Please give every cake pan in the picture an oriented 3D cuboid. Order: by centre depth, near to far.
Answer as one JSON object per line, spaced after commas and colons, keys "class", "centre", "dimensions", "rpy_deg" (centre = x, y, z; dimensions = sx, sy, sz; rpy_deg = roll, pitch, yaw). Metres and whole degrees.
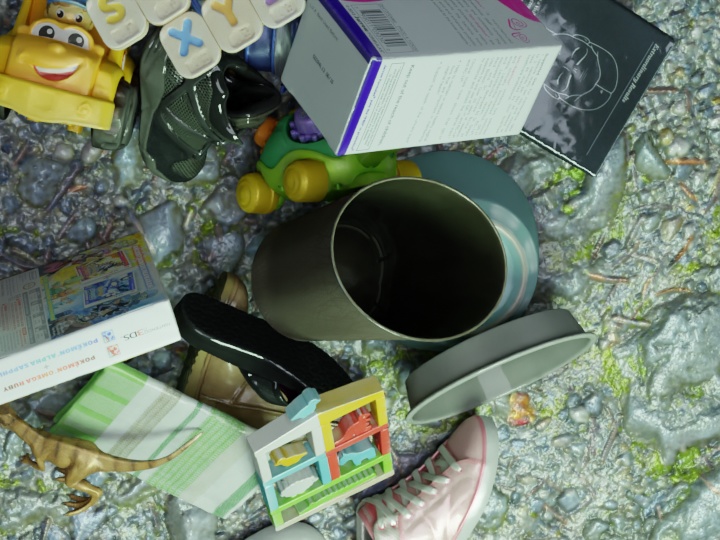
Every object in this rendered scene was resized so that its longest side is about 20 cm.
{"class": "cake pan", "centre": [0.128, 0.090, 1.626], "dimensions": [0.199, 0.200, 0.037], "rpy_deg": [-21, 76, -7]}

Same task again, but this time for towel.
{"class": "towel", "centre": [-0.177, 0.155, 1.605], "dimensions": [0.199, 0.031, 0.149], "rpy_deg": [29, 136, -17]}

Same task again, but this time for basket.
{"class": "basket", "centre": [0.000, 0.000, 1.502], "dimensions": [0.179, 0.200, 0.137], "rpy_deg": [10, 79, -31]}

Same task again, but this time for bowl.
{"class": "bowl", "centre": [0.091, -0.006, 1.626], "dimensions": [0.199, 0.105, 0.203], "rpy_deg": [-3, 105, -13]}

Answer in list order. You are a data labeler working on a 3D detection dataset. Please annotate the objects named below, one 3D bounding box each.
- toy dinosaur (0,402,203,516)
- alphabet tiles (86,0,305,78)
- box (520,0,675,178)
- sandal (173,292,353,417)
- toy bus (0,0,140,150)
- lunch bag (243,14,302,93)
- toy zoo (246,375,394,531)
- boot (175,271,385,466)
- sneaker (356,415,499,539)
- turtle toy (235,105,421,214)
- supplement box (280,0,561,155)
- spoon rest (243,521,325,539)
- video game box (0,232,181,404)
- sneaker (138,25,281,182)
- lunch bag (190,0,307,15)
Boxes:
{"class": "toy dinosaur", "centre": [-0.253, 0.177, 1.583], "dimensions": [0.198, 0.061, 0.107], "rpy_deg": [14, 138, -1]}
{"class": "alphabet tiles", "centre": [-0.138, -0.264, 1.361], "dimensions": [0.199, 0.015, 0.197], "rpy_deg": [-29, 87, 6]}
{"class": "box", "centre": [0.163, -0.205, 1.589], "dimensions": [0.199, 0.107, 0.149], "rpy_deg": [29, 96, -17]}
{"class": "sandal", "centre": [-0.089, 0.083, 1.563], "dimensions": [0.200, 0.076, 0.048], "rpy_deg": [29, 121, -20]}
{"class": "toy bus", "centre": [-0.242, -0.208, 1.448], "dimensions": [0.135, 0.200, 0.194], "rpy_deg": [16, 95, -5]}
{"class": "lunch bag", "centre": [-0.049, -0.256, 1.507], "dimensions": [0.131, 0.136, 0.202], "rpy_deg": [7, 97, -1]}
{"class": "toy zoo", "centre": [-0.035, 0.164, 1.568], "dimensions": [0.130, 0.021, 0.201], "rpy_deg": [-25, 149, -11]}
{"class": "boot", "centre": [-0.069, 0.103, 1.640], "dimensions": [0.199, 0.066, 0.176], "rpy_deg": [15, 112, -16]}
{"class": "sneaker", "centre": [0.060, 0.228, 1.693], "dimensions": [0.104, 0.075, 0.201], "rpy_deg": [18, 104, -22]}
{"class": "turtle toy", "centre": [-0.018, -0.111, 1.539], "dimensions": [0.145, 0.199, 0.102], "rpy_deg": [-3, 85, -38]}
{"class": "supplement box", "centre": [0.050, -0.173, 1.411], "dimensions": [0.199, 0.101, 0.104], "rpy_deg": [-10, 139, -34]}
{"class": "spoon rest", "centre": [-0.120, 0.310, 1.691], "dimensions": [0.199, 0.061, 0.100], "rpy_deg": [-14, 109, -23]}
{"class": "video game box", "centre": [-0.261, 0.040, 1.506], "dimensions": [0.181, 0.200, 0.047], "rpy_deg": [-22, 112, -6]}
{"class": "sneaker", "centre": [-0.133, -0.128, 1.498], "dimensions": [0.114, 0.200, 0.076], "rpy_deg": [28, 57, 11]}
{"class": "lunch bag", "centre": [-0.073, -0.296, 1.397], "dimensions": [0.198, 0.076, 0.161], "rpy_deg": [-18, 94, 5]}
